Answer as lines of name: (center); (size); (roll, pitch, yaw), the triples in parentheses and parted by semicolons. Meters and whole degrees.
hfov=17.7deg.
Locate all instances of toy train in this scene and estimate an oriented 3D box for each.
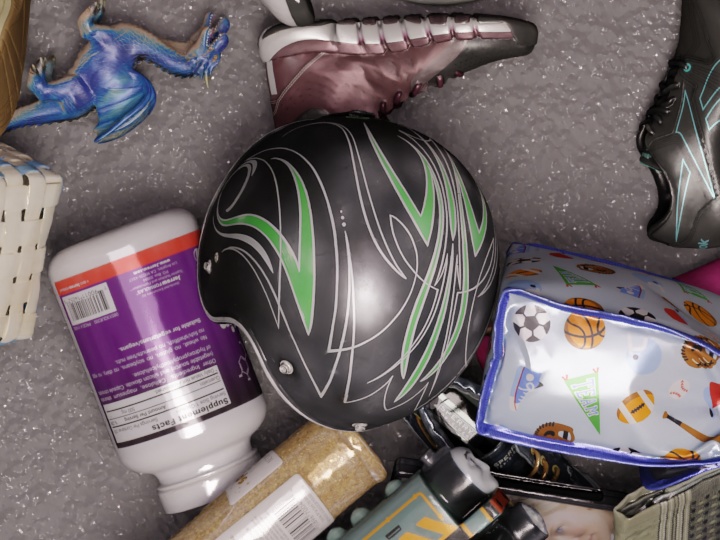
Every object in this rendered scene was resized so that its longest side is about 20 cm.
toy train: (0.028, 0.208, 1.564); (0.200, 0.085, 0.114); (-41, 87, 11)

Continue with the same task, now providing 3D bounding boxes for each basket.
basket: (-0.316, -0.026, 1.614); (0.200, 0.139, 0.176); (17, 101, 22)

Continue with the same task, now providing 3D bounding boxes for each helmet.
helmet: (0.000, 0.000, 1.553); (0.200, 0.191, 0.200); (-15, 119, -28)

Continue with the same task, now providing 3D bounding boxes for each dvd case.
dvd case: (0.111, 0.196, 1.645); (0.200, 0.018, 0.143); (9, 136, -2)

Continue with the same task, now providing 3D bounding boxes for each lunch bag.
lunch bag: (0.184, 0.066, 1.552); (0.200, 0.170, 0.124); (10, 105, 2)

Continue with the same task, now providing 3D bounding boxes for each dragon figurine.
dragon figurine: (-0.181, -0.125, 1.648); (0.099, 0.059, 0.200); (44, 90, -3)

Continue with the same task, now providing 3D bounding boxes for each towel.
towel: (0.257, 0.175, 1.612); (0.193, 0.200, 0.035); (-22, 54, -11)

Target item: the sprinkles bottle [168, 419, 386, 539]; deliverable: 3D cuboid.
sprinkles bottle: (-0.076, 0.178, 1.575); (0.200, 0.068, 0.068); (-40, 93, -6)

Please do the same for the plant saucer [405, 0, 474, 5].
plant saucer: (0.058, -0.291, 1.655); (0.200, 0.050, 0.200); (0, 92, -2)

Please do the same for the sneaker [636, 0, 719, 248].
sneaker: (0.238, -0.111, 1.656); (0.079, 0.075, 0.200); (-4, 92, 0)

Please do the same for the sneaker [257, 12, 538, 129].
sneaker: (0.029, -0.124, 1.656); (0.200, 0.076, 0.116); (-2, 97, 8)

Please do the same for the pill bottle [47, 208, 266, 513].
pill bottle: (-0.136, 0.064, 1.630); (0.112, 0.112, 0.200); (-21, 93, -1)

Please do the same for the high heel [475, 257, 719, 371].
high heel: (0.180, 0.030, 1.659); (0.200, 0.067, 0.096); (-38, 103, 3)

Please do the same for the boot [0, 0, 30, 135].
boot: (-0.311, -0.172, 1.602); (0.155, 0.073, 0.200); (2, 57, -1)

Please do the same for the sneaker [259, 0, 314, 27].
sneaker: (-0.119, -0.235, 1.632); (0.108, 0.067, 0.201); (-30, 78, 0)

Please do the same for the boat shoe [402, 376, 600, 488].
boat shoe: (0.111, 0.147, 1.649); (0.200, 0.091, 0.071); (39, 86, -3)

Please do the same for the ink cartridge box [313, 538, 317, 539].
ink cartridge box: (-0.046, 0.287, 1.653); (0.145, 0.088, 0.200); (-40, 94, -1)
